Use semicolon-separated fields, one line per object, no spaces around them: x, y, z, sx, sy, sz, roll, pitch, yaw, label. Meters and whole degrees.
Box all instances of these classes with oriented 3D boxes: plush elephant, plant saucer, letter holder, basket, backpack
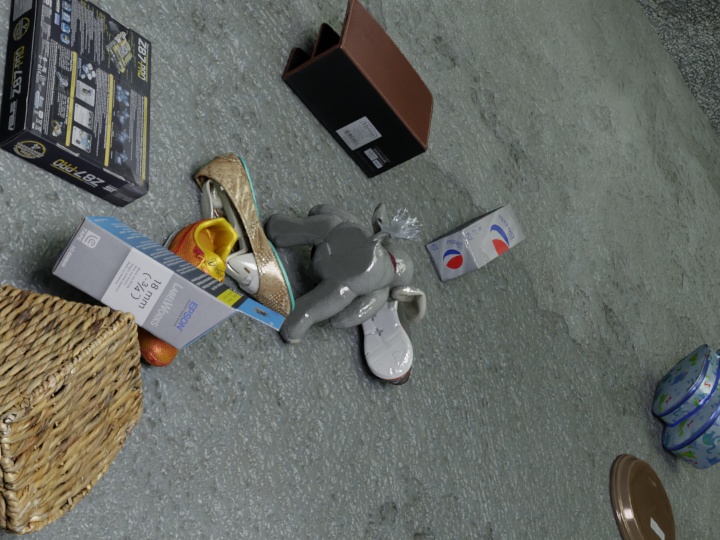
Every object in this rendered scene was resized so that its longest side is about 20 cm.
0.000;0.000;1.500;0.155;0.200;0.165;45;26;-63;plush elephant
0.480;0.404;2.083;0.200;0.029;0.201;35;44;-43;plant saucer
0.003;-0.256;1.712;0.200;0.100;0.142;47;35;-30;letter holder
-0.297;0.120;1.053;0.200;0.149;0.143;-49;145;-56;basket
0.627;0.251;2.268;0.147;0.183;0.200;33;44;-9;backpack

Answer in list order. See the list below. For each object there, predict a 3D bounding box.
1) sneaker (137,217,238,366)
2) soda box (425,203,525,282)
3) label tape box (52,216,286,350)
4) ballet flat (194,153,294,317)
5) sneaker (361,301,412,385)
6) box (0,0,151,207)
-0.183;0.014;1.279;0.073;0.077;0.200;48;38;-31;sneaker
0.177;-0.044;1.870;0.200;0.068;0.064;-28;94;-59;soda box
-0.174;0.025;1.157;0.200;0.063;0.144;31;2;-2;label tape box
-0.138;-0.033;1.405;0.065;0.070;0.200;-19;83;-31;ballet flat
0.028;0.058;1.599;0.082;0.077;0.200;66;18;-62;sneaker
-0.287;-0.186;1.274;0.161;0.049;0.200;27;50;-45;box
